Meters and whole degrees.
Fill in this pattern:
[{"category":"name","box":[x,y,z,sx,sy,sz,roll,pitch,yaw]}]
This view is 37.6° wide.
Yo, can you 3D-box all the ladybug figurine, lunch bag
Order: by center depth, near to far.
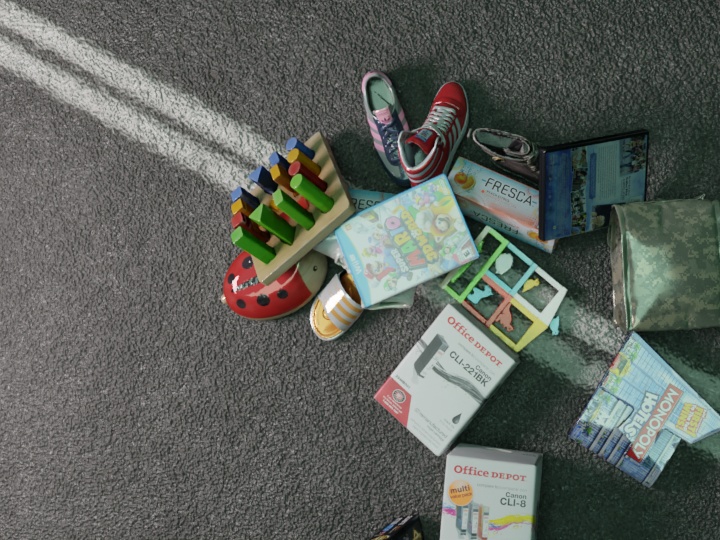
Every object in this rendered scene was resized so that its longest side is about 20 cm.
[{"category":"lunch bag","box":[0.466,-0.012,1.615,0.161,0.118,0.203,-3,92,2]},{"category":"ladybug figurine","box":[-0.151,0.012,1.788,0.198,0.072,0.137,-28,83,11]}]

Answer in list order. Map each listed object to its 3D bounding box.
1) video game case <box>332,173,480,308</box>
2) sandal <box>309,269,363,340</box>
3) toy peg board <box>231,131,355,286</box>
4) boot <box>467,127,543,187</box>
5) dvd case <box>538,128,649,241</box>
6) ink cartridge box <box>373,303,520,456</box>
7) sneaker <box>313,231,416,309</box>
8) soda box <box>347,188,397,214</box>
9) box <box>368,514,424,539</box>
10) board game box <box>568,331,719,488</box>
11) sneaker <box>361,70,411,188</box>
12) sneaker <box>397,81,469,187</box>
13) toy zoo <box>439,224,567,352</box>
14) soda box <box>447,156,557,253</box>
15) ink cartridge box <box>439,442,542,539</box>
[{"category":"video game case","box":[0.071,-0.046,1.662,0.198,0.018,0.145,-24,85,7]},{"category":"sandal","box":[-0.013,0.027,1.762,0.079,0.059,0.207,44,98,11]},{"category":"toy peg board","box":[-0.134,-0.121,1.714,0.199,0.098,0.200,-39,44,17]},{"category":"boot","box":[0.269,-0.170,1.642,0.197,0.174,0.070,16,92,14]},{"category":"dvd case","box":[0.357,-0.132,1.618,0.197,0.018,0.145,-12,112,-23]},{"category":"ink cartridge box","box":[0.141,0.173,1.709,0.144,0.084,0.201,40,97,12]},{"category":"sneaker","box":[0.000,0.000,1.707,0.197,0.074,0.117,13,70,-1]},{"category":"soda box","box":[0.010,-0.092,1.752,0.197,0.064,0.069,8,76,13]},{"category":"box","box":[0.065,0.484,1.659,0.045,0.200,0.161,-14,85,17]},{"category":"board game box","box":[0.458,0.229,1.645,0.198,0.062,0.202,31,95,13]},{"category":"sneaker","box":[0.045,-0.233,1.744,0.069,0.082,0.203,-21,86,9]},{"category":"sneaker","box":[0.118,-0.229,1.697,0.070,0.112,0.203,11,76,23]},{"category":"toy zoo","box":[0.243,0.039,1.721,0.200,0.020,0.132,41,97,11]},{"category":"soda box","box":[0.232,-0.105,1.690,0.198,0.069,0.064,26,72,13]},{"category":"ink cartridge box","box":[0.204,0.384,1.658,0.143,0.145,0.203,4,88,13]}]
